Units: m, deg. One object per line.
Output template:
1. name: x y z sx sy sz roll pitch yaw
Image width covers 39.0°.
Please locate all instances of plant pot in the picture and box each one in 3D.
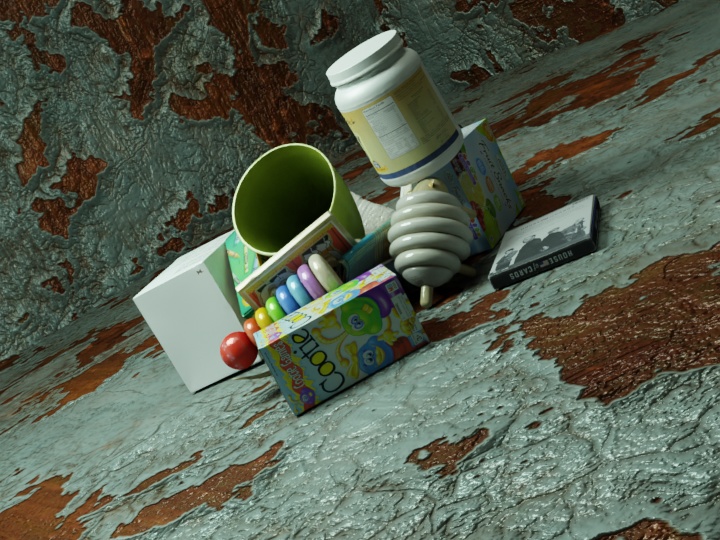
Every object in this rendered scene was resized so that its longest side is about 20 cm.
1. plant pot: -0.078 -0.080 1.658 0.187 0.188 0.200 -24 -28 18

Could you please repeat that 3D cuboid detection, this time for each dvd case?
1. dvd case: 0.263 -0.043 1.436 0.150 0.025 0.200 -23 12 22

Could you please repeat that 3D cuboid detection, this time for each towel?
1. towel: -0.034 -0.051 1.782 0.200 0.132 0.035 -61 -11 -24
2. towel: 0.040 -0.015 1.561 0.022 0.147 0.200 32 54 30

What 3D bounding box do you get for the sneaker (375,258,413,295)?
1. sneaker: 0.035 0.046 1.482 0.084 0.075 0.200 0 32 47

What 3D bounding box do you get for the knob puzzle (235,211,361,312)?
1. knob puzzle: -0.067 0.026 1.513 0.219 0.220 0.030 -30 52 -12

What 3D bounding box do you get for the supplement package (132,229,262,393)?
1. supplement package: -0.245 0.064 1.718 0.147 0.192 0.200 -26 11 18

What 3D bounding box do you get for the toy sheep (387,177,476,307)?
1. toy sheep: 0.104 -0.043 1.484 0.137 0.201 0.138 0 -20 0

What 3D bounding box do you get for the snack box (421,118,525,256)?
1. snack box: 0.184 -0.137 1.658 0.068 0.169 0.200 -20 15 31

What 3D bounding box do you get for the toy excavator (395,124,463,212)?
1. toy excavator: 0.104 -0.156 1.708 0.100 0.195 0.200 -10 -4 29

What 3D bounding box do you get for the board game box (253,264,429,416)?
1. board game box: -0.028 0.088 1.342 0.200 0.103 0.105 -29 12 -5

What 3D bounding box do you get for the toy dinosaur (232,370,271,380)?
1. toy dinosaur: -0.088 0.125 1.486 0.101 0.058 0.200 -38 -5 39

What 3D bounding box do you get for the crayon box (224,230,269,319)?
1. crayon box: -0.146 0.020 1.645 0.058 0.119 0.200 -41 39 17

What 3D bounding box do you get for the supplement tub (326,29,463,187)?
1. supplement tub: 0.051 -0.242 1.523 0.144 0.200 0.144 -29 20 11

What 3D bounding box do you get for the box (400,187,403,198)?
1. box: 0.143 -0.152 1.828 0.144 0.036 0.200 -10 55 23

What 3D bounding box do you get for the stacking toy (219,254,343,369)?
1. stacking toy: -0.115 0.066 1.428 0.200 0.085 0.085 -36 12 2
